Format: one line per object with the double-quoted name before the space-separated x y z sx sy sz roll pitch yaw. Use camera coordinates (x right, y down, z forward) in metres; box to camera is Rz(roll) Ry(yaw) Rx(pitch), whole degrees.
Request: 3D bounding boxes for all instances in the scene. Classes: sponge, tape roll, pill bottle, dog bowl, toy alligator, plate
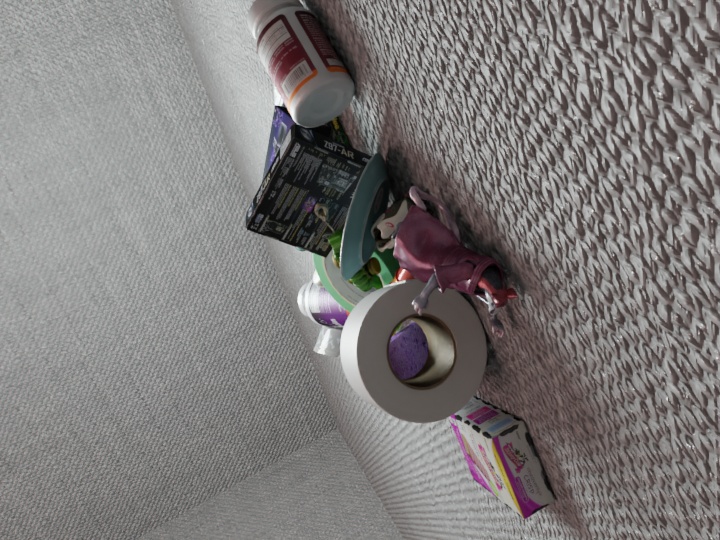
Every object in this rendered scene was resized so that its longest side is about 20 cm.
"sponge" 0.089 0.160 1.236 0.113 0.029 0.199 66 -154 0
"tape roll" 0.076 0.120 1.079 0.206 0.200 0.139 65 168 0
"pill bottle" -0.043 0.062 1.519 0.198 0.112 0.114 -3 115 46
"dog bowl" -0.004 0.164 1.574 0.200 0.196 0.060 175 104 -77
"toy alligator" -0.022 -0.024 1.200 0.201 0.058 0.055 52 -149 -31
"pill bottle" -0.100 -0.342 1.137 0.202 0.112 0.115 61 168 18
"tape roll" 0.000 0.000 1.324 0.198 0.048 0.203 28 141 25
"plate" 0.014 -0.079 1.103 0.025 0.203 0.201 17 151 12

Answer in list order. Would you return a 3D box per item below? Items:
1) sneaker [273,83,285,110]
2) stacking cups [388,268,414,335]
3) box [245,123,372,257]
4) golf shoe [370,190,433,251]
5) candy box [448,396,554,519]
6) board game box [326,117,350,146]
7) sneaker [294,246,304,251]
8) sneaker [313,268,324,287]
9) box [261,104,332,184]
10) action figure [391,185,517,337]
"sneaker" -0.143 -0.365 1.419 0.201 0.072 0.072 105 148 -59
"stacking cups" 0.065 0.054 1.221 0.061 0.060 0.201 59 147 24
"box" -0.083 -0.127 1.184 0.201 0.157 0.044 -55 28 35
"golf shoe" 0.050 -0.067 1.095 0.078 0.087 0.200 61 169 7
"candy box" 0.217 0.292 1.139 0.139 0.060 0.200 67 168 -6
"board game box" -0.061 -0.251 1.369 0.106 0.023 0.200 65 168 -3
"sneaker" -0.091 -0.080 1.513 0.201 0.076 0.093 -63 -30 -57
"sneaker" -0.060 -0.048 1.429 0.202 0.080 0.076 -60 33 36
"box" -0.128 -0.192 1.338 0.141 0.077 0.204 -132 50 -60
"action figure" 0.134 -0.006 0.909 0.199 0.132 0.152 26 99 53
